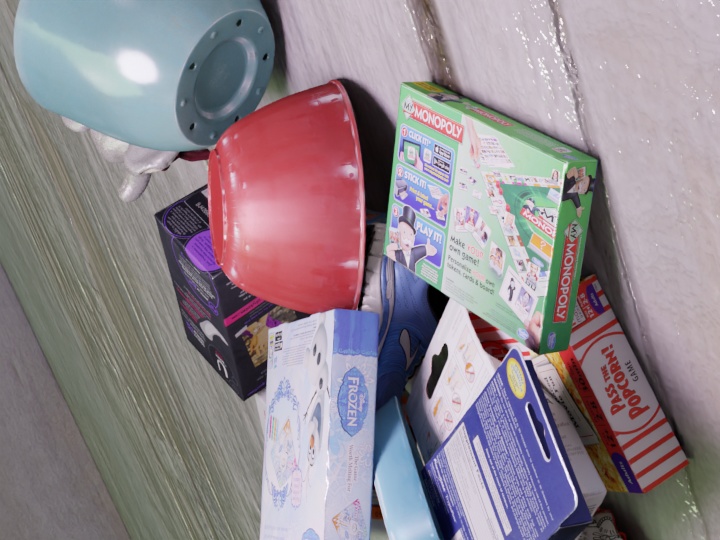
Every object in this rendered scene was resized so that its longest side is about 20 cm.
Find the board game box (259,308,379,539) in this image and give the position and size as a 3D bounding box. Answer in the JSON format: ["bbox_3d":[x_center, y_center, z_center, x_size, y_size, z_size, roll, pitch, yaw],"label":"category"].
[{"bbox_3d":[-0.037,0.141,1.318,0.200,0.043,0.202,161,113,-71],"label":"board game box"}]

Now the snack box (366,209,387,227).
[{"bbox_3d":[0.000,0.000,1.461,0.200,0.037,0.117,17,133,63],"label":"snack box"}]

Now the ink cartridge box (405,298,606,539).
[{"bbox_3d":[0.102,0.135,1.219,0.161,0.047,0.201,110,148,-46],"label":"ink cartridge box"}]

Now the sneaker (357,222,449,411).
[{"bbox_3d":[0.039,0.059,1.339,0.079,0.088,0.202,-88,3,-60],"label":"sneaker"}]

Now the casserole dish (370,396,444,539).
[{"bbox_3d":[0.040,0.187,1.258,0.201,0.038,0.122,-105,-4,-58],"label":"casserole dish"}]

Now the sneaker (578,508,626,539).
[{"bbox_3d":[0.146,0.225,1.316,0.201,0.107,0.068,36,151,54],"label":"sneaker"}]

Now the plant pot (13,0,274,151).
[{"bbox_3d":[-0.171,-0.195,1.395,0.160,0.200,0.202,30,148,28],"label":"plant pot"}]

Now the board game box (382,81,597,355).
[{"bbox_3d":[0.085,-0.042,1.134,0.200,0.029,0.136,35,124,52],"label":"board game box"}]

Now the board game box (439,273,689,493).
[{"bbox_3d":[0.147,0.087,1.209,0.153,0.046,0.200,63,160,-4],"label":"board game box"}]

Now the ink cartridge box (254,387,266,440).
[{"bbox_3d":[-0.024,0.214,1.749,0.200,0.083,0.146,45,155,36],"label":"ink cartridge box"}]

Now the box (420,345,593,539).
[{"bbox_3d":[0.103,0.148,1.119,0.201,0.032,0.122,118,139,-54],"label":"box"}]

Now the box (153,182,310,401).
[{"bbox_3d":[-0.127,0.016,1.692,0.122,0.105,0.201,44,155,36],"label":"box"}]

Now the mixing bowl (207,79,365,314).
[{"bbox_3d":[-0.068,-0.054,1.335,0.200,0.107,0.203,176,90,-78],"label":"mixing bowl"}]

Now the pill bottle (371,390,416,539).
[{"bbox_3d":[-0.004,0.167,1.477,0.115,0.113,0.202,97,173,-59],"label":"pill bottle"}]

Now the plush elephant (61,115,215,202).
[{"bbox_3d":[-0.194,-0.135,1.571,0.165,0.154,0.201,43,155,39],"label":"plush elephant"}]
